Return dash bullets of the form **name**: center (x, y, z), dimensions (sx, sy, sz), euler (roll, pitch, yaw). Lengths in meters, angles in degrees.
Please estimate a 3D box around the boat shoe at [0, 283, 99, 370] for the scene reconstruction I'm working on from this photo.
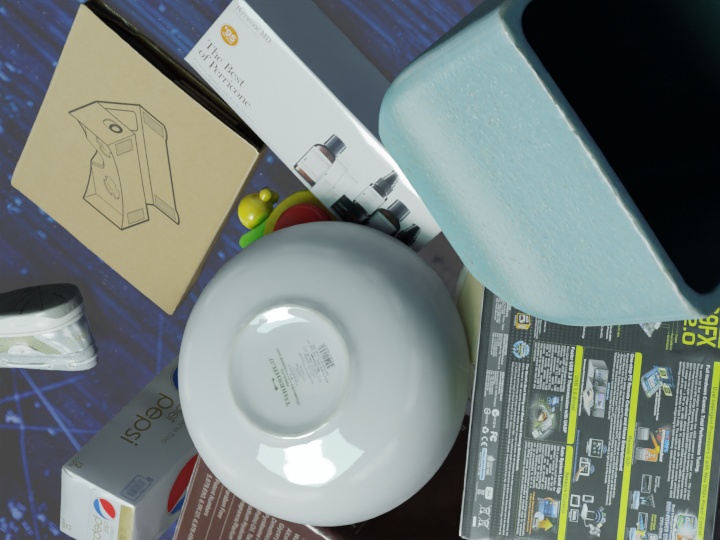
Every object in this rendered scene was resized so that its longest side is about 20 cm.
- **boat shoe**: center (-0.293, 0.055, 1.766), dimensions (0.202, 0.074, 0.065), euler (-8, 112, 33)

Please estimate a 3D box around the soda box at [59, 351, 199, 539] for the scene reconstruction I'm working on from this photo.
- **soda box**: center (-0.131, 0.119, 1.594), dimensions (0.064, 0.200, 0.068), euler (27, 134, 19)

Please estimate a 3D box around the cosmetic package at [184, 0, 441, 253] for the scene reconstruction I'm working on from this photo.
- **cosmetic package**: center (-0.017, -0.097, 1.453), dimensions (0.200, 0.051, 0.083), euler (46, 136, -1)

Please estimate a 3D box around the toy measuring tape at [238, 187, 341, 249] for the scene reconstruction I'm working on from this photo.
- **toy measuring tape**: center (0.000, 0.000, 1.492), dimensions (0.200, 0.074, 0.074), euler (36, 137, 21)

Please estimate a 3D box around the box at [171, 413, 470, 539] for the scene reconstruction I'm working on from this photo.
- **box**: center (-0.006, 0.182, 1.572), dimensions (0.200, 0.166, 0.164), euler (33, 136, 13)

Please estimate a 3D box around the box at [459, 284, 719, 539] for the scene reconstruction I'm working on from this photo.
- **box**: center (0.150, 0.077, 1.366), dimensions (0.160, 0.044, 0.200), euler (6, 93, 18)

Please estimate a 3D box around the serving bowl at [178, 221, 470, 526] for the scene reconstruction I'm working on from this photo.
- **serving bowl**: center (-0.033, 0.065, 1.426), dimensions (0.200, 0.066, 0.200), euler (-2, 85, 21)

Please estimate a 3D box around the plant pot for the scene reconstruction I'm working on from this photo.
- **plant pot**: center (0.128, -0.085, 1.258), dimensions (0.196, 0.196, 0.200), euler (55, 146, -11)

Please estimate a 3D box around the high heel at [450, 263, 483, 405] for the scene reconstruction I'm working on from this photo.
- **high heel**: center (0.107, 0.059, 1.484), dimensions (0.071, 0.143, 0.200), euler (-2, 87, 19)

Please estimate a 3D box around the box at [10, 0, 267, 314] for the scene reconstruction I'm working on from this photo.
- **box**: center (-0.163, -0.079, 1.599), dimensions (0.163, 0.021, 0.200), euler (39, 138, 6)
